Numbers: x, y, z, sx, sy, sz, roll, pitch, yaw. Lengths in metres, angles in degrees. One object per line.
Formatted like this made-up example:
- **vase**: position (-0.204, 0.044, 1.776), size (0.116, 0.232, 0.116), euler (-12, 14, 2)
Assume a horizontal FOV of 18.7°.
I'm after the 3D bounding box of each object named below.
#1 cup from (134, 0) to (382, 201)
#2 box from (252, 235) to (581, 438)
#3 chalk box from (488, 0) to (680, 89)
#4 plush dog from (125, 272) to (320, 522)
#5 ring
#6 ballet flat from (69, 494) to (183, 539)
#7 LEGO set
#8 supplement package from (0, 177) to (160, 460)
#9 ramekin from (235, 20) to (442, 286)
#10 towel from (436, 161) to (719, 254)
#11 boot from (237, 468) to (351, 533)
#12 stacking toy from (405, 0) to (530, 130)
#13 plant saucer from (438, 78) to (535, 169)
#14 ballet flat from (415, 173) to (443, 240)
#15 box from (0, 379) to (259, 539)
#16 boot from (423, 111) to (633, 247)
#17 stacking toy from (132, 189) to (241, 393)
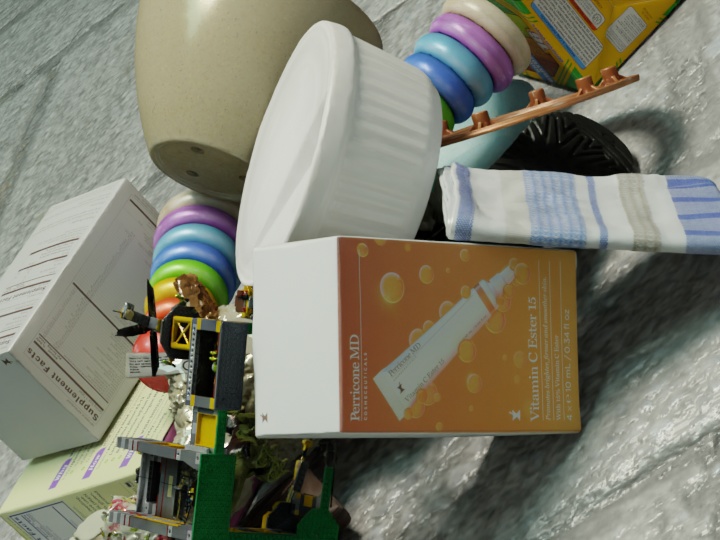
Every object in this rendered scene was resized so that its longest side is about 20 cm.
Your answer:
- **cup**: position (-0.098, -0.140, 1.726), size (0.200, 0.200, 0.143), euler (-12, 54, 52)
- **box**: position (0.038, 0.046, 1.421), size (0.097, 0.200, 0.125), euler (-8, 82, 53)
- **chalk box**: position (0.158, -0.245, 1.862), size (0.124, 0.124, 0.200), euler (-46, 22, -7)
- **plush dog**: position (-0.080, 0.097, 1.616), size (0.200, 0.172, 0.160), euler (-36, 64, -13)
- **ring**: position (0.114, -0.121, 1.656), size (0.200, 0.019, 0.200), euler (-18, 3, 1)
- **ballet flat**: position (-0.188, 0.211, 1.643), size (0.200, 0.064, 0.076), euler (129, 161, -55)
- **LEGO set**: position (-0.092, 0.104, 1.468), size (0.116, 0.154, 0.200), euler (5, 97, 50)
- **supplement package**: position (-0.235, 0.040, 1.789), size (0.109, 0.114, 0.200), euler (-17, 33, 45)
- **ramekin**: position (-0.014, -0.071, 1.573), size (0.202, 0.094, 0.203), euler (-163, 90, -75)
- **towel**: position (0.151, -0.042, 1.461), size (0.200, 0.024, 0.147), euler (3, 17, 0)
- **boot**: position (-0.109, 0.225, 1.579), size (0.186, 0.064, 0.200), euler (4, 51, 54)
- **stacking toy**: position (0.047, -0.128, 1.771), size (0.200, 0.085, 0.085), euler (-49, 23, -15)
- **plant saucer**: position (0.078, -0.075, 1.812), size (0.201, 0.039, 0.201), euler (-37, 23, 19)
- **ballet flat**: position (0.000, 0.000, 1.688), size (0.200, 0.067, 0.064), euler (-56, 18, 28)
- **box**: position (-0.166, 0.144, 1.767), size (0.200, 0.097, 0.176), euler (-20, 33, 43)
- **boot**: position (0.104, -0.025, 1.634), size (0.211, 0.079, 0.158), euler (-32, -19, -45)
- **stacking toy**: position (-0.138, 0.024, 1.710), size (0.085, 0.085, 0.200), euler (-31, 26, 29)
